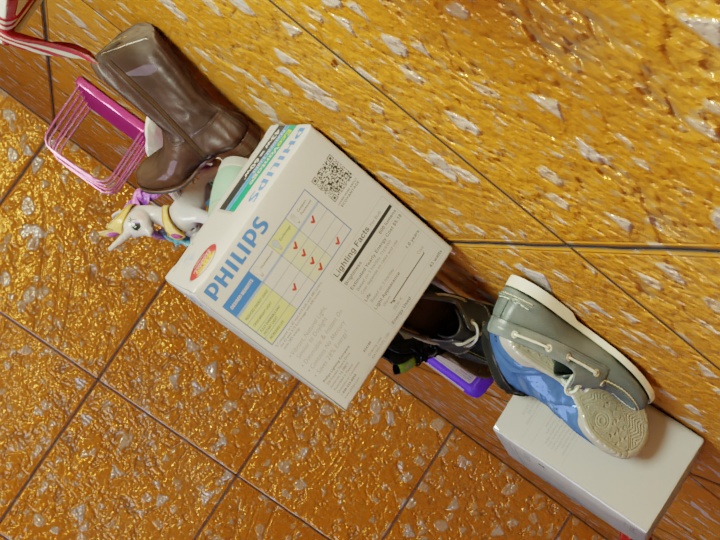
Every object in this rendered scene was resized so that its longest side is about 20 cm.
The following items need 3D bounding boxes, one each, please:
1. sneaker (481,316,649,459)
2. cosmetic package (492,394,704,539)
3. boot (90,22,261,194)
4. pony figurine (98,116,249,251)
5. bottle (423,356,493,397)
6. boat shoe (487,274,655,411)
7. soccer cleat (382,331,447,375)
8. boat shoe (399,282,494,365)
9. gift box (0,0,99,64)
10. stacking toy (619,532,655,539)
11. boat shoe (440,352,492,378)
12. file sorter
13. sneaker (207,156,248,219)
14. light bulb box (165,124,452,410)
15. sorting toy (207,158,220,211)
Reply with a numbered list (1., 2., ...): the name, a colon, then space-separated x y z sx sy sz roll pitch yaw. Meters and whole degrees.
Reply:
1. sneaker: 0.208 0.116 1.179 0.199 0.077 0.111 41 166 -8
2. cosmetic package: 0.271 0.203 1.287 0.198 0.124 0.200 31 172 20
3. boot: -0.232 -0.172 1.206 0.184 0.065 0.199 -20 142 29
4. pony figurine: -0.206 -0.100 1.373 0.196 0.196 0.167 6 152 12
5. bottle: 0.099 0.091 1.552 0.199 0.066 0.084 36 -161 -2
6. boat shoe: 0.200 0.084 1.079 0.199 0.062 0.073 38 172 -21
7. soccer cleat: 0.072 0.079 1.296 0.196 0.082 0.068 -2 145 12
8. boat shoe: 0.106 0.064 1.227 0.197 0.073 0.068 25 -165 -16
9. gift box: -0.149 -0.190 0.429 0.199 0.188 0.184 37 173 -13
10. stacking toy: 0.652 0.635 2.501 0.199 0.086 0.085 34 175 45
11. boat shoe: 0.096 0.073 1.460 0.199 0.073 0.067 35 171 -17
12. file sorter: -0.442 -0.215 1.901 0.138 0.126 0.200 35 173 -5
13. sneaker: -0.073 -0.035 1.216 0.197 0.120 0.074 18 149 -5
14. light bulb box: -0.052 -0.007 1.122 0.199 0.200 0.124 39 171 -23
15. sorting toy: -0.185 -0.120 1.541 0.181 0.106 0.200 54 176 10
